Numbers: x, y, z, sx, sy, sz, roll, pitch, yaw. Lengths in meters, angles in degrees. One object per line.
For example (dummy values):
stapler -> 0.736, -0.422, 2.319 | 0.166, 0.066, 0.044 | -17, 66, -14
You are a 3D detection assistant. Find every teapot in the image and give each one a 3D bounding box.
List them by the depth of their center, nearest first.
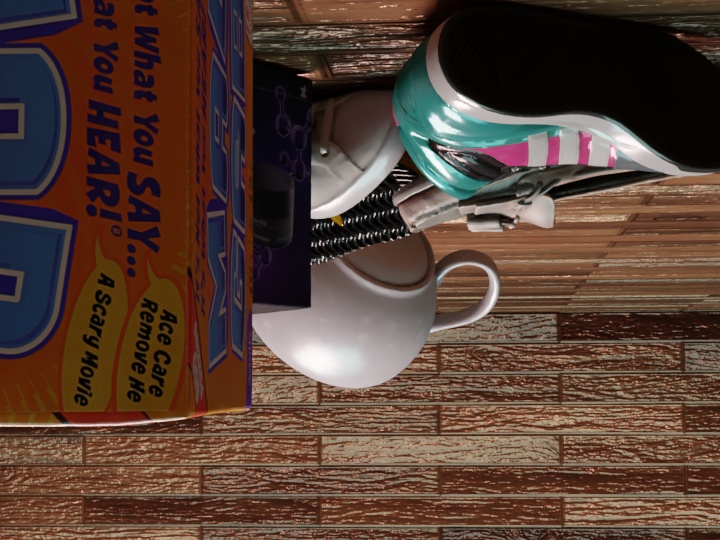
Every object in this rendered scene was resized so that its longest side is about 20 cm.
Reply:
teapot -> 0.000, 0.000, 1.292 | 0.200, 0.197, 0.146 | -26, 160, -52

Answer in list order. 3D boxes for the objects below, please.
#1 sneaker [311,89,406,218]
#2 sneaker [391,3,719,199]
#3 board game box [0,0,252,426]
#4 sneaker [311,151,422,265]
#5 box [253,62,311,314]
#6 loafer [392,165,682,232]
sneaker -> -0.057, -0.075, 0.903 | 0.200, 0.073, 0.085 | -18, 143, 40
sneaker -> 0.100, -0.080, 0.772 | 0.200, 0.084, 0.121 | 11, 165, -26
board game box -> -0.150, -0.043, 0.549 | 0.199, 0.200, 0.200 | 0, 175, 1
sneaker -> -0.004, -0.061, 0.984 | 0.200, 0.070, 0.090 | -9, -148, 49
box -> -0.118, -0.051, 0.785 | 0.079, 0.142, 0.200 | -8, 171, 39
loafer -> 0.119, -0.056, 0.845 | 0.200, 0.063, 0.072 | -22, 177, 10
